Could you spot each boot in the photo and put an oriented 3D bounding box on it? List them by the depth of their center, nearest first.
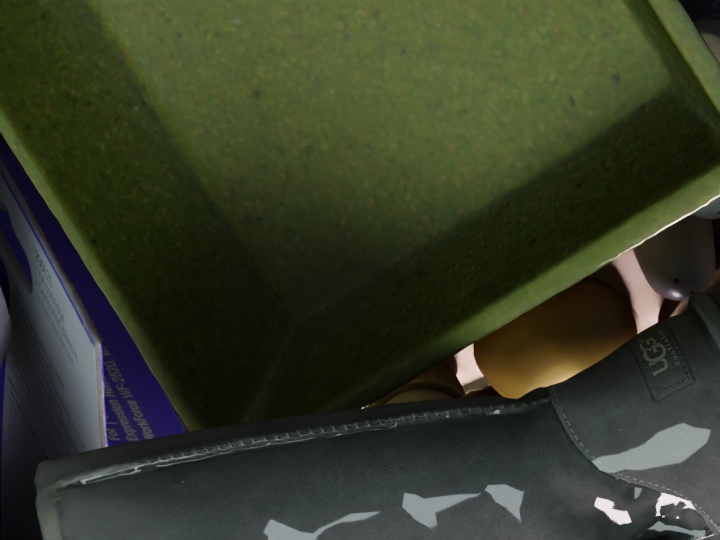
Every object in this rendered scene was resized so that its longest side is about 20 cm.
[{"bbox_3d":[0.028,0.094,0.655,0.199,0.073,0.183,-21,123,-4],"label":"boot"}]

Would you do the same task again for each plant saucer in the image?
[{"bbox_3d":[-0.012,-0.073,0.642,0.200,0.048,0.200,-33,90,36],"label":"plant saucer"}]

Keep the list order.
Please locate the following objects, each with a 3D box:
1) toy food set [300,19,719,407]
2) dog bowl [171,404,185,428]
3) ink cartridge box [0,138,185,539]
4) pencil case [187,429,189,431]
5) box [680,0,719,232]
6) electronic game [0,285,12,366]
[{"bbox_3d":[0.082,0.032,0.692,0.143,0.061,0.200,34,122,-31],"label":"toy food set"},{"bbox_3d":[-0.013,0.009,0.888,0.199,0.059,0.201,4,138,4],"label":"dog bowl"},{"bbox_3d":[-0.105,0.046,0.834,0.043,0.198,0.201,-12,129,-21],"label":"ink cartridge box"},{"bbox_3d":[0.000,0.000,0.764,0.090,0.083,0.201,20,126,7],"label":"pencil case"},{"bbox_3d":[0.138,-0.026,0.774,0.105,0.123,0.200,-7,137,12],"label":"box"},{"bbox_3d":[-0.156,-0.051,0.750,0.041,0.200,0.201,-21,138,-10],"label":"electronic game"}]
